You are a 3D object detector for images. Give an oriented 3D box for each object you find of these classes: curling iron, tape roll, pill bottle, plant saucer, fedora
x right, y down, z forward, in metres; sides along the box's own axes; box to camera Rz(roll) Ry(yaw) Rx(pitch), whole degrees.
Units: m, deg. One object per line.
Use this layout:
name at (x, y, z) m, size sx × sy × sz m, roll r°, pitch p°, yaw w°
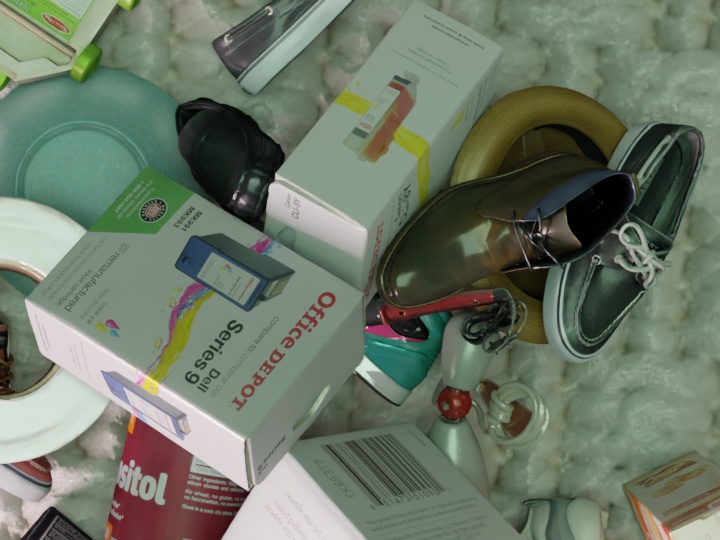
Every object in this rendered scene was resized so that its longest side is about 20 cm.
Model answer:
curling iron at (0.027, 0.039, 1.387) m, size 0.199 × 0.026 × 0.050 m, roll -1°, pitch 84°, yaw 15°
tape roll at (-0.276, 0.047, 1.390) m, size 0.202 × 0.071 × 0.203 m, roll 1°, pitch 86°, yaw -12°
pill bottle at (-0.131, 0.148, 1.437) m, size 0.112 × 0.113 × 0.201 m, roll 13°, pitch 92°, yaw -2°
plant saucer at (-0.219, -0.065, 1.459) m, size 0.200 × 0.039 × 0.202 m, roll 0°, pitch 92°, yaw -2°
fedora at (0.136, -0.045, 1.436) m, size 0.200 × 0.082 × 0.202 m, roll -3°, pitch 97°, yaw -26°

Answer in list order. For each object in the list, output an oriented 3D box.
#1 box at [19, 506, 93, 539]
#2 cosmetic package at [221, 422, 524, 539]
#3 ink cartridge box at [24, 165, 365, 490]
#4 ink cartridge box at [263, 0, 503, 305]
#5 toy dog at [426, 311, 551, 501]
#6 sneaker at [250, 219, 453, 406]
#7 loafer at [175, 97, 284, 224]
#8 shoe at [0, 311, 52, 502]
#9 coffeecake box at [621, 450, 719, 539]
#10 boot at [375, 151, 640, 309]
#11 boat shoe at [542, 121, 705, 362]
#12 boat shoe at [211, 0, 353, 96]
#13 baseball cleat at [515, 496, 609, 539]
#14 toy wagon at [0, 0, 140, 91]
box at (-0.213, 0.305, 1.399) m, size 0.200 × 0.198 × 0.123 m, roll 41°, pitch 94°, yaw -3°
cosmetic package at (-0.007, 0.246, 1.364) m, size 0.165 × 0.165 × 0.200 m, roll 45°, pitch 118°, yaw 28°
ink cartridge box at (-0.114, 0.039, 1.304) m, size 0.200 × 0.088 × 0.145 m, roll 32°, pitch 64°, yaw 17°
ink cartridge box at (0.016, -0.078, 1.367) m, size 0.083 × 0.145 × 0.200 m, roll 31°, pitch 61°, yaw 12°
toy dog at (0.090, 0.137, 1.449) m, size 0.132 × 0.096 × 0.200 m, roll 43°, pitch 118°, yaw 30°
sneaker at (0.000, 0.000, 1.445) m, size 0.200 × 0.084 × 0.121 m, roll 43°, pitch 96°, yaw -11°
loafer at (-0.105, -0.086, 1.380) m, size 0.070 × 0.201 × 0.068 m, roll 24°, pitch 101°, yaw -19°
shoe at (-0.301, 0.087, 1.448) m, size 0.200 × 0.071 × 0.091 m, roll 44°, pitch 94°, yaw 0°
coffeecake box at (0.280, 0.236, 1.409) m, size 0.073 × 0.200 × 0.154 m, roll -25°, pitch 93°, yaw 0°
boot at (0.108, -0.031, 1.321) m, size 0.200 × 0.097 × 0.075 m, roll -32°, pitch 108°, yaw -22°
boat shoe at (0.206, -0.021, 1.388) m, size 0.073 × 0.068 × 0.200 m, roll 35°, pitch 79°, yaw -24°
boat shoe at (-0.037, -0.228, 1.446) m, size 0.200 × 0.070 × 0.066 m, roll -44°, pitch 95°, yaw 8°
baseball cleat at (0.157, 0.285, 1.483) m, size 0.106 × 0.070 × 0.201 m, roll -1°, pitch 84°, yaw 5°
toy wagon at (-0.269, -0.213, 1.446) m, size 0.155 × 0.040 × 0.200 m, roll 34°, pitch 91°, yaw 0°
